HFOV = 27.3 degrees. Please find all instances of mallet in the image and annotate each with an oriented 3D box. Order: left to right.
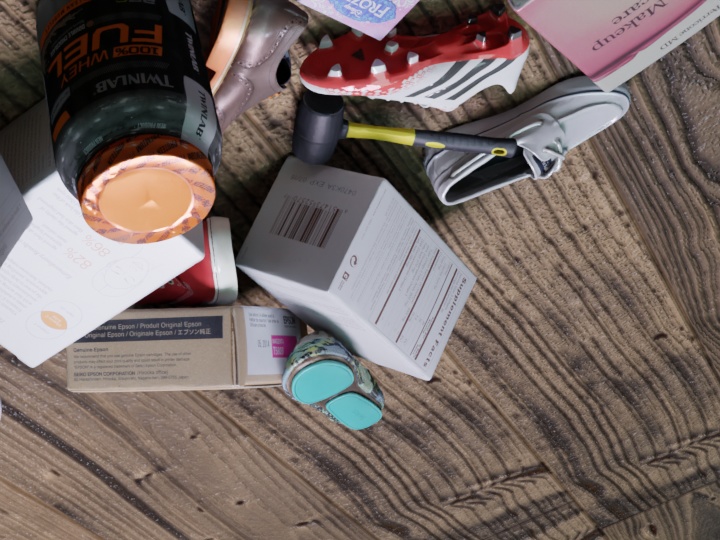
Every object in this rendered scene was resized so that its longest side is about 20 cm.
[{"bbox_3d":[0.036,-0.111,1.303,0.199,0.041,0.066,11,138,-16],"label":"mallet"}]

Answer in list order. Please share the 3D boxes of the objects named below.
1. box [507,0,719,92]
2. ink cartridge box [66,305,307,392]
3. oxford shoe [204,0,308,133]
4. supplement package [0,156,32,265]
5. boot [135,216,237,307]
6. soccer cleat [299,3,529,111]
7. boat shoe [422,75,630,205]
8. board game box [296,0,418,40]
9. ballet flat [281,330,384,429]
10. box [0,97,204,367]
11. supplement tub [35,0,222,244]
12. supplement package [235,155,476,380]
[{"bbox_3d":[0.180,-0.237,1.119,0.128,0.109,0.200,-35,155,18],"label":"box"},{"bbox_3d":[-0.154,0.073,1.367,0.164,0.076,0.200,-4,176,16],"label":"ink cartridge box"},{"bbox_3d":[-0.096,-0.145,1.184,0.072,0.072,0.200,13,148,-13],"label":"oxford shoe"},{"bbox_3d":[-0.342,-0.082,1.066,0.117,0.117,0.201,-19,112,12],"label":"supplement package"},{"bbox_3d":[-0.187,0.000,1.320,0.143,0.073,0.200,-2,170,-15],"label":"boot"},{"bbox_3d":[0.047,-0.165,1.243,0.199,0.069,0.085,-13,140,-12],"label":"soccer cleat"},{"bbox_3d":[0.158,-0.112,1.355,0.199,0.066,0.074,-23,144,10],"label":"boat shoe"},{"bbox_3d":[0.002,-0.279,1.092,0.199,0.041,0.199,18,132,-39],"label":"board game box"},{"bbox_3d":[-0.033,0.094,1.396,0.074,0.075,0.200,-21,154,6],"label":"ballet flat"},{"bbox_3d":[-0.254,-0.038,1.238,0.199,0.107,0.152,-31,132,19],"label":"box"},{"bbox_3d":[-0.170,-0.126,1.092,0.122,0.201,0.123,-11,144,-8],"label":"supplement tub"},{"bbox_3d":[0.000,0.000,1.364,0.116,0.118,0.200,16,163,36],"label":"supplement package"}]
